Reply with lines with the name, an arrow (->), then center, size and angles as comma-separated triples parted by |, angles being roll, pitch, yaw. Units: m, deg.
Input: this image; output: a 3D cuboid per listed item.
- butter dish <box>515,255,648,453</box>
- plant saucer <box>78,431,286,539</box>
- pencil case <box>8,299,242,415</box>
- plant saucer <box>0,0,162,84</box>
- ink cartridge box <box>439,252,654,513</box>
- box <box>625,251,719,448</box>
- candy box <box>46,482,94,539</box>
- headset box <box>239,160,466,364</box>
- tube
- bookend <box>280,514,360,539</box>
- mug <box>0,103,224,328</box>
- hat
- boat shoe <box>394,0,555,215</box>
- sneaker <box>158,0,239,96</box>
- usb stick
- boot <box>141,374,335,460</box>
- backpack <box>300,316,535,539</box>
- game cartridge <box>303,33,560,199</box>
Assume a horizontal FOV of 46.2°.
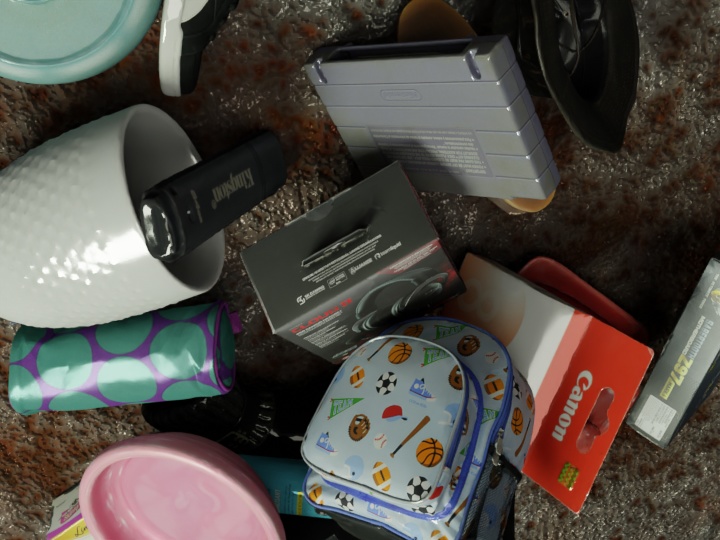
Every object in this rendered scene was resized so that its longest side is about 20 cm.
butter dish -> 0.196, 0.126, 0.853 | 0.198, 0.149, 0.201 | 31, 111, -26
plant saucer -> -0.158, 0.222, 0.776 | 0.196, 0.051, 0.204 | 8, 123, 12
pencil case -> -0.209, 0.076, 0.750 | 0.195, 0.093, 0.087 | -6, 108, 5
plant saucer -> -0.239, -0.228, 0.608 | 0.195, 0.028, 0.204 | -5, 122, -9
ink cartridge box -> 0.144, 0.098, 0.774 | 0.050, 0.199, 0.165 | 14, 103, -43
box -> 0.357, 0.065, 0.861 | 0.156, 0.051, 0.203 | -21, 136, -50
candy box -> -0.217, 0.288, 0.912 | 0.135, 0.061, 0.201 | -33, 122, 9
headset box -> 0.000, 0.000, 0.713 | 0.147, 0.078, 0.200 | -29, 162, 5
tube -> -0.120, 0.202, 0.810 | 0.195, 0.051, 0.079 | 5, 120, 0
bookend -> -0.016, 0.294, 0.847 | 0.196, 0.200, 0.094 | -27, 125, -19
mug -> -0.208, -0.021, 0.685 | 0.172, 0.151, 0.200 | -17, 155, 15
hat -> 0.152, -0.185, 0.675 | 0.080, 0.203, 0.202 | -7, 133, 37
boat shoe -> 0.088, -0.132, 0.712 | 0.070, 0.070, 0.202 | -34, 103, -4
sneaker -> -0.086, -0.218, 0.620 | 0.109, 0.073, 0.204 | 6, 118, -15
usb stick -> -0.106, -0.062, 0.647 | 0.032, 0.200, 0.057 | 0, 110, 19
boot -> -0.093, 0.131, 0.832 | 0.209, 0.080, 0.159 | -31, 123, 8
backpack -> 0.053, 0.135, 0.717 | 0.197, 0.193, 0.155 | 12, 149, 32
game cartridge -> 0.053, -0.117, 0.657 | 0.039, 0.198, 0.130 | -52, 129, -22
